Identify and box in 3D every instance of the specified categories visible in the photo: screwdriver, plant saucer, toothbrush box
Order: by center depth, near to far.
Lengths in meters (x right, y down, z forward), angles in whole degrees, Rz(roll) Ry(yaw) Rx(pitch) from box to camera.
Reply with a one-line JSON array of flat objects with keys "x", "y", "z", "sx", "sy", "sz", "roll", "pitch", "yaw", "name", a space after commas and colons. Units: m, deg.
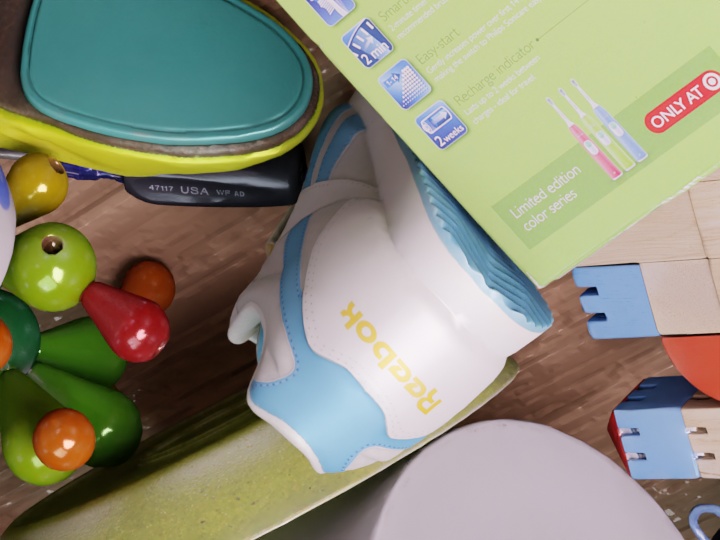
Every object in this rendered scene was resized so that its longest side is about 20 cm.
[{"x": 0.043, "y": -0.120, "z": 0.710, "sx": 0.200, "sy": 0.086, "sz": 0.145, "roll": 46, "pitch": 126, "yaw": -9, "name": "toothbrush box"}, {"x": -0.043, "y": 0.063, "z": 0.895, "sx": 0.199, "sy": 0.200, "sz": 0.031, "roll": -24, "pitch": 94, "yaw": 29, "name": "plant saucer"}, {"x": -0.116, "y": -0.038, "z": 0.900, "sx": 0.199, "sy": 0.028, "sz": 0.029, "roll": 3, "pitch": 164, "yaw": 9, "name": "screwdriver"}]

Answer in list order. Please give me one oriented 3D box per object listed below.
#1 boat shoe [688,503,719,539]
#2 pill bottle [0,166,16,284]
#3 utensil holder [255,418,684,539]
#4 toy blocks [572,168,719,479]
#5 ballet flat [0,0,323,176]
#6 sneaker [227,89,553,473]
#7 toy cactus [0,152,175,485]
[{"x": 0.146, "y": 0.117, "z": 0.922, "sx": 0.068, "sy": 0.085, "sz": 0.200, "roll": 3, "pitch": 166, "yaw": 10, "name": "boat shoe"}, {"x": -0.176, "y": -0.063, "z": 0.730, "sx": 0.113, "sy": 0.114, "sz": 0.201, "roll": -5, "pitch": 137, "yaw": 14, "name": "pill bottle"}, {"x": 0.001, "y": 0.154, "z": 0.892, "sx": 0.170, "sy": 0.171, "sz": 0.200, "roll": 33, "pitch": 139, "yaw": -23, "name": "utensil holder"}, {"x": 0.123, "y": -0.014, "z": 0.829, "sx": 0.136, "sy": 0.100, "sz": 0.201, "roll": -3, "pitch": 113, "yaw": 37, "name": "toy blocks"}, {"x": -0.109, "y": -0.065, "z": 0.853, "sx": 0.199, "sy": 0.067, "sz": 0.067, "roll": 11, "pitch": 157, "yaw": 2, "name": "ballet flat"}, {"x": 0.000, "y": 0.000, "z": 0.807, "sx": 0.081, "sy": 0.200, "sz": 0.077, "roll": -41, "pitch": 99, "yaw": 7, "name": "sneaker"}, {"x": -0.134, "y": 0.002, "z": 0.881, "sx": 0.165, "sy": 0.103, "sz": 0.200, "roll": 35, "pitch": 168, "yaw": -5, "name": "toy cactus"}]
